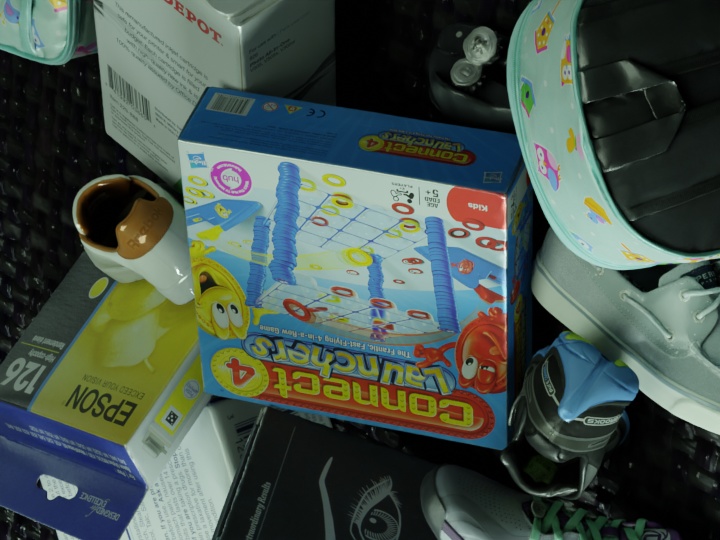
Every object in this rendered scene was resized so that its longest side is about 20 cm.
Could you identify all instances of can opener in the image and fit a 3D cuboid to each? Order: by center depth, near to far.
[{"bbox_3d":[0.119,-0.089,1.476,0.199,0.079,0.064,23,80,33],"label":"can opener"}]

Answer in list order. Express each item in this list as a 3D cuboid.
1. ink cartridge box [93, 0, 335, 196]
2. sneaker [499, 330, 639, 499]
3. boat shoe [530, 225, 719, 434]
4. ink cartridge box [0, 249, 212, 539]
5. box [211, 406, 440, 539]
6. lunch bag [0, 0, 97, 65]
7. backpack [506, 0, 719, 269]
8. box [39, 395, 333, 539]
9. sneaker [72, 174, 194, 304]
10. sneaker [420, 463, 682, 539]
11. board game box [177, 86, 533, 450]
[{"bbox_3d":[-0.089,-0.135,1.586,0.146,0.084,0.201,40,150,27],"label":"ink cartridge box"},{"bbox_3d":[0.110,0.088,1.467,0.071,0.083,0.200,36,172,8],"label":"sneaker"},{"bbox_3d":[0.176,0.024,1.441,0.201,0.070,0.072,36,130,33],"label":"boat shoe"},{"bbox_3d":[-0.167,0.070,1.691,0.197,0.200,0.047,12,151,53],"label":"ink cartridge box"},{"bbox_3d":[0.006,0.189,1.547,0.199,0.148,0.105,19,126,1],"label":"box"},{"bbox_3d":[-0.217,-0.244,1.723,0.160,0.077,0.201,23,119,37],"label":"lunch bag"},{"bbox_3d":[0.171,-0.090,1.315,0.153,0.199,0.177,-3,105,61],"label":"backpack"},{"bbox_3d":[-0.101,0.180,1.736,0.199,0.105,0.185,-16,91,45],"label":"box"},{"bbox_3d":[-0.151,-0.038,1.664,0.085,0.073,0.200,39,172,-22],"label":"sneaker"},{"bbox_3d":[0.130,0.154,1.489,0.200,0.075,0.088,33,124,-20],"label":"sneaker"},{"bbox_3d":[0.000,0.000,1.522,0.199,0.056,0.197,10,131,15],"label":"board game box"}]
